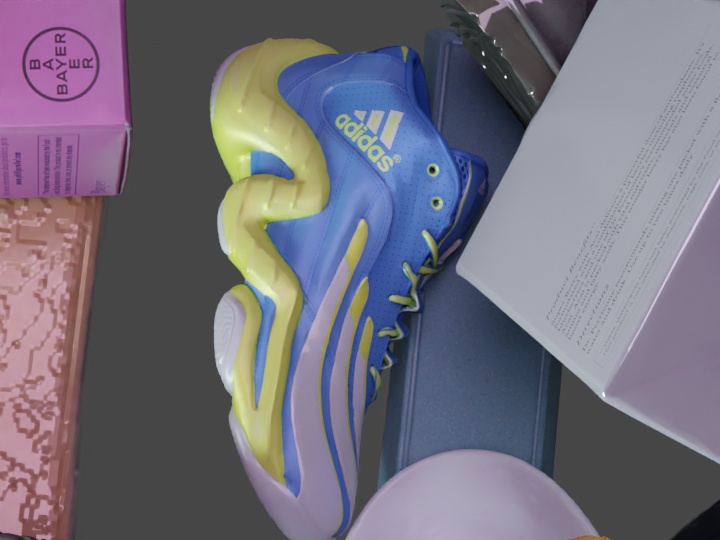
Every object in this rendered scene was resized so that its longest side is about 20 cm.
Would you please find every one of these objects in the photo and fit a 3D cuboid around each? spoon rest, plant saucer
[{"bbox_3d":[0.078,0.135,0.723,0.199,0.061,0.100,27,77,24],"label":"spoon rest"},{"bbox_3d":[0.051,-0.001,0.806,0.069,0.019,0.202,6,77,1],"label":"plant saucer"}]

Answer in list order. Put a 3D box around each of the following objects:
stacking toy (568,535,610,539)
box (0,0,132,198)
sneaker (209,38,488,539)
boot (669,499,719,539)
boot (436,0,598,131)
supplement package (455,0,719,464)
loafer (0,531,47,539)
[{"bbox_3d":[0.023,0.165,0.606,0.109,0.116,0.201,37,74,1],"label":"stacking toy"},{"bbox_3d":[-0.192,-0.123,0.779,0.198,0.097,0.178,-2,77,-9],"label":"box"},{"bbox_3d":[0.000,0.000,0.766,0.104,0.076,0.202,-11,76,14],"label":"sneaker"},{"bbox_3d":[0.227,0.129,0.745,0.199,0.077,0.169,-25,75,-12],"label":"boot"},{"bbox_3d":[0.148,-0.109,0.766,0.200,0.073,0.182,-40,117,-6],"label":"boot"},{"bbox_3d":[0.126,-0.009,0.642,0.119,0.200,0.122,27,96,-13],"label":"supplement package"},{"bbox_3d":[-0.128,0.123,0.697,0.199,0.063,0.072,6,63,46],"label":"loafer"}]
